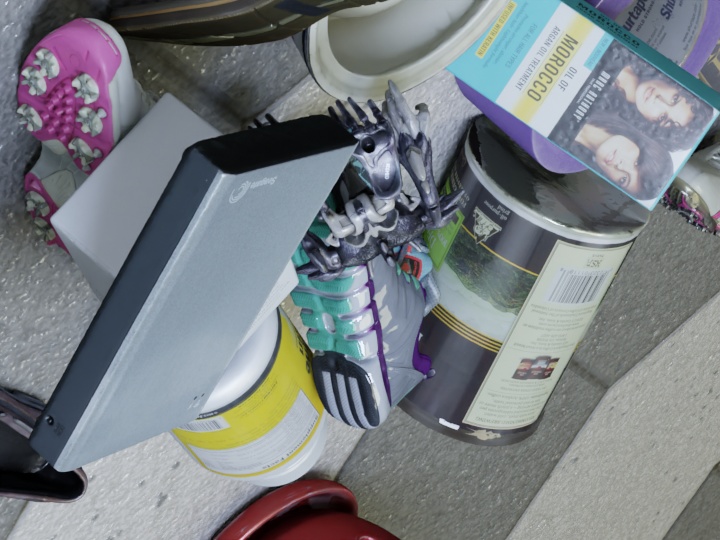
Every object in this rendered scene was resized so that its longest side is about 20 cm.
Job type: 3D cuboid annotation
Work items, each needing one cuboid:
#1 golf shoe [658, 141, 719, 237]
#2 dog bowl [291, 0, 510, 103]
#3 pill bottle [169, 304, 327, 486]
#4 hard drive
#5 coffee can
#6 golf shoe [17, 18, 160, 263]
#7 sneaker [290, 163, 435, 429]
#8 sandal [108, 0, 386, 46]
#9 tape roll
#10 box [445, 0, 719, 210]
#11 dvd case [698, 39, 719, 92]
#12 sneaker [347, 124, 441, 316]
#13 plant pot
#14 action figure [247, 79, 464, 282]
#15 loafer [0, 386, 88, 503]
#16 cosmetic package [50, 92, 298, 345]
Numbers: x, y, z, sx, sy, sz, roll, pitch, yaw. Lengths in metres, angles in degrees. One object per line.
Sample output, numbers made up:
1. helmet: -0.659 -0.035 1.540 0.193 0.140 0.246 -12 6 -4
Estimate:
1. golf shoe: 0.295 -0.080 1.996 0.092 0.072 0.200 -58 161 9
2. dog bowl: 0.023 -0.203 1.434 0.200 0.074 0.201 -34 151 -22
3. pill bottle: -0.085 0.075 1.610 0.112 0.112 0.200 -43 153 -6
4. hard drive: -0.089 0.009 1.281 0.139 0.033 0.201 -19 144 -59
5. coffee can: 0.107 0.006 1.753 0.146 0.146 0.201 -13 138 -47
6. golf shoe: -0.145 -0.086 1.365 0.091 0.075 0.200 -41 162 -29
7. sneaker: 0.000 0.000 1.571 0.087 0.074 0.201 -32 124 -39
8. sandal: -0.051 -0.165 1.321 0.199 0.055 0.081 -16 167 33
9. tape roll: 0.166 -0.172 1.666 0.199 0.085 0.201 -34 151 -22
10. box: 0.131 -0.131 1.546 0.083 0.199 0.049 -56 178 19
11. dvd case: 0.307 -0.223 1.874 0.149 0.016 0.200 -48 153 3
12. sneaker: 0.014 -0.027 1.630 0.079 0.095 0.200 -44 153 -5
13. plant pot: -0.034 0.282 1.883 0.200 0.182 0.201 -35 151 -23
14. action figure: -0.005 -0.057 1.426 0.118 0.103 0.200 -20 166 4
15. loafer: -0.237 0.108 1.490 0.072 0.063 0.200 -51 153 10
16. cosmetic package: -0.103 -0.010 1.382 0.102 0.071 0.200 -48 163 -12
